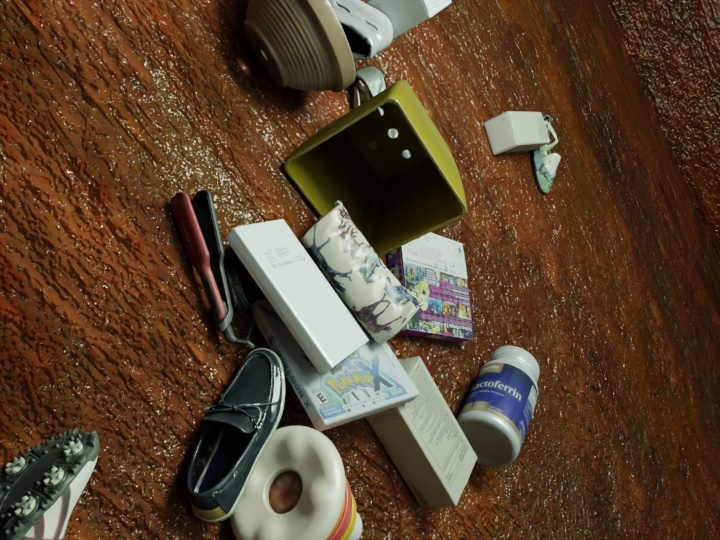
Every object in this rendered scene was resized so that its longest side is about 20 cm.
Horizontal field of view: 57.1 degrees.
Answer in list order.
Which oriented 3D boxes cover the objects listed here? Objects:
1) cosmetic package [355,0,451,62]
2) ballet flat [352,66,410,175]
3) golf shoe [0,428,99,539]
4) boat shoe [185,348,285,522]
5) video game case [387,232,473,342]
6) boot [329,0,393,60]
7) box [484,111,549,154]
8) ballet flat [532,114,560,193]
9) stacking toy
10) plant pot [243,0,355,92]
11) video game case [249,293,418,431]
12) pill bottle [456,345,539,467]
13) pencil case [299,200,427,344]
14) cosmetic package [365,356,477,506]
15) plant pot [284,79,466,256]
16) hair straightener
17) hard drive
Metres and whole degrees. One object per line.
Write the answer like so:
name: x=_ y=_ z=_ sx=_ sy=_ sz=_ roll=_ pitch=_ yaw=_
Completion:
cosmetic package: x=0.038 y=-0.404 z=1.068 sx=0.075 sy=0.198 sz=0.102 roll=60 pitch=40 yaw=-17
ballet flat: x=0.028 y=-0.242 z=1.121 sx=0.063 sy=0.067 sz=0.204 roll=-17 pitch=89 yaw=-24
golf shoe: x=-0.284 y=0.229 z=0.556 sx=0.201 sy=0.076 sz=0.089 roll=-61 pitch=142 yaw=-40
boat shoe: x=-0.137 y=0.172 z=0.736 sx=0.063 sy=0.073 sz=0.203 roll=72 pitch=31 yaw=-51
video game case: x=0.121 y=0.024 z=1.143 sx=0.198 sy=0.035 sz=0.185 roll=13 pitch=67 yaw=-48
boot: x=-0.049 y=-0.384 z=0.993 sx=0.197 sy=0.074 sz=0.096 roll=27 pitch=40 yaw=6
box: x=0.370 y=-0.322 z=1.552 sx=0.198 sy=0.068 sz=0.084 roll=-14 pitch=87 yaw=-52
ballet flat: x=0.465 y=-0.299 z=1.661 sx=0.074 sy=0.073 sz=0.204 roll=5 pitch=73 yaw=-49
stacking toy: x=-0.051 y=0.284 z=0.791 sx=0.200 sy=0.143 sz=0.149 roll=52 pitch=39 yaw=-51
plant pot: x=-0.100 y=-0.326 z=0.927 sx=0.092 sy=0.201 sz=0.203 roll=-35 pitch=109 yaw=-7
video game case: x=-0.030 y=0.109 z=0.875 sx=0.198 sy=0.022 sz=0.184 roll=-3 pitch=52 yaw=-51
pill bottle: x=0.244 y=0.230 z=1.154 sx=0.117 sy=0.114 sz=0.200 roll=58 pitch=40 yaw=-17
pencil case: x=0.000 y=0.000 z=0.927 sx=0.089 sy=0.078 sz=0.201 roll=-36 pitch=86 yaw=-30
cosmetic package: x=0.089 y=0.243 z=0.993 sx=0.105 sy=0.070 sz=0.202 roll=-46 pitch=112 yaw=-47
plant pot: x=0.035 y=-0.169 z=1.000 sx=0.201 sy=0.198 sz=0.178 roll=51 pitch=32 yaw=-25
hair straightener: x=-0.161 y=-0.002 z=0.799 sx=0.076 sy=0.041 sz=0.203 roll=-20 pitch=87 yaw=-52
hard drive: x=-0.075 y=0.027 z=0.836 sx=0.201 sy=0.027 sz=0.132 roll=54 pitch=21 yaw=6
